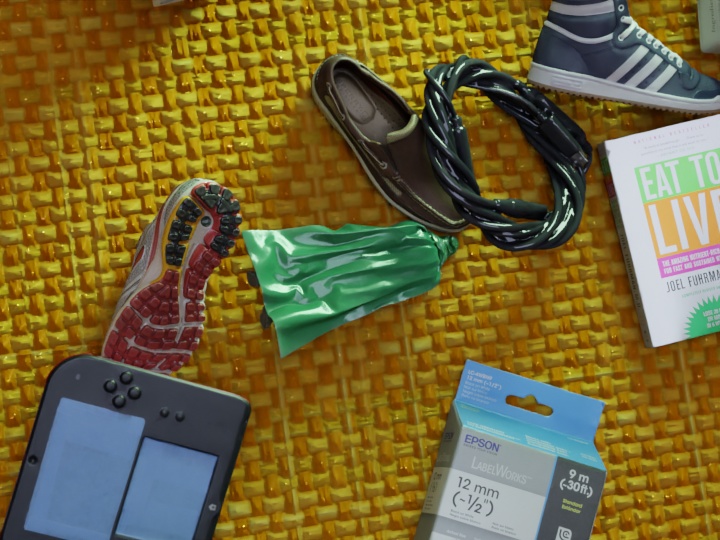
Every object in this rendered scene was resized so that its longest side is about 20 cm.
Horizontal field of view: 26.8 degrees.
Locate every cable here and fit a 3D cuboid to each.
[{"bbox_3d":[0.124,-0.109,1.387,0.200,0.051,0.163,40,59,-16],"label":"cable"}]

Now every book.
[{"bbox_3d":[0.312,-0.038,1.442,0.133,0.048,0.200,-14,88,-8],"label":"book"}]

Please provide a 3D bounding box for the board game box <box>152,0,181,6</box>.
[{"bbox_3d":[-0.122,-0.321,1.194,0.134,0.034,0.200,-14,86,-10],"label":"board game box"}]

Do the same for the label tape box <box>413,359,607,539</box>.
[{"bbox_3d":[0.140,0.194,1.368,0.143,0.066,0.200,18,82,-8],"label":"label tape box"}]

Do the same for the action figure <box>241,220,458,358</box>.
[{"bbox_3d":[0.000,0.000,1.371,0.200,0.055,0.118,-14,84,-19],"label":"action figure"}]

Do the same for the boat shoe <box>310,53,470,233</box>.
[{"bbox_3d":[0.032,-0.114,1.379,0.202,0.075,0.075,43,78,-3],"label":"boat shoe"}]

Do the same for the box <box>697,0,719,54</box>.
[{"bbox_3d":[0.438,-0.311,1.415,0.199,0.171,0.201,1,83,-22],"label":"box"}]

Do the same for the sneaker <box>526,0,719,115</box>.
[{"bbox_3d":[0.263,-0.211,1.421,0.200,0.070,0.109,8,103,-9],"label":"sneaker"}]

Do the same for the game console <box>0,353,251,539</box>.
[{"bbox_3d":[-0.204,0.182,1.302,0.177,0.031,0.200,17,93,-8],"label":"game console"}]

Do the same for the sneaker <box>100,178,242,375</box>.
[{"bbox_3d":[-0.169,0.012,1.334,0.078,0.082,0.200,27,93,-26],"label":"sneaker"}]
